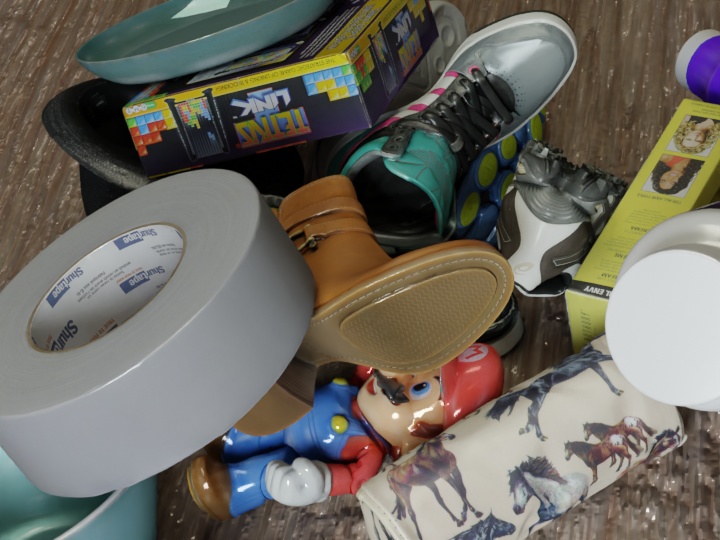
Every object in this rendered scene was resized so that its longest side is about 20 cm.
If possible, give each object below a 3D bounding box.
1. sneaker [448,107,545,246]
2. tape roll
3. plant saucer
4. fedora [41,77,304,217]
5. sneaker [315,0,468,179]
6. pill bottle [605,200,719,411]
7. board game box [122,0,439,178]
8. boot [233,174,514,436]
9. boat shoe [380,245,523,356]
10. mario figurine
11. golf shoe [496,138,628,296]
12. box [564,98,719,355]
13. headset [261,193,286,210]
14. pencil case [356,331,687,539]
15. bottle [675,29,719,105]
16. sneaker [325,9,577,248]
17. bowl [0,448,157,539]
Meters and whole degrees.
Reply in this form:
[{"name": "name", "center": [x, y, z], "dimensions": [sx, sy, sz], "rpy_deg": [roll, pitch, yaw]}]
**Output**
[{"name": "sneaker", "center": [0.084, -0.083, 1.299], "dimensions": [0.083, 0.071, 0.200], "rpy_deg": [-21, 36, 28]}, {"name": "tape roll", "center": [-0.125, 0.032, 1.018], "dimensions": [0.200, 0.066, 0.200], "rpy_deg": [-26, 30, 16]}, {"name": "plant saucer", "center": [-0.102, -0.172, 1.272], "dimensions": [0.200, 0.027, 0.200], "rpy_deg": [-16, 19, 6]}, {"name": "fedora", "center": [-0.140, -0.063, 1.310], "dimensions": [0.200, 0.092, 0.201], "rpy_deg": [11, 28, -6]}, {"name": "sneaker", "center": [-0.016, -0.130, 1.386], "dimensions": [0.146, 0.081, 0.200], "rpy_deg": [1, 48, 41]}, {"name": "pill bottle", "center": [0.207, 0.017, 1.017], "dimensions": [0.111, 0.112, 0.200], "rpy_deg": [5, 10, 26]}, {"name": "board game box", "center": [-0.049, -0.137, 1.250], "dimensions": [0.165, 0.057, 0.200], "rpy_deg": [-10, 21, 21]}, {"name": "boot", "center": [0.000, 0.000, 1.075], "dimensions": [0.200, 0.077, 0.156], "rpy_deg": [-35, 32, 27]}, {"name": "boat shoe", "center": [0.017, 0.004, 1.214], "dimensions": [0.199, 0.060, 0.076], "rpy_deg": [10, 46, 30]}, {"name": "mario figurine", "center": [-0.012, 0.078, 1.095], "dimensions": [0.199, 0.106, 0.124], "rpy_deg": [-18, 72, 12]}, {"name": "golf shoe", "center": [0.121, -0.032, 1.176], "dimensions": [0.078, 0.095, 0.200], "rpy_deg": [25, 8, 13]}, {"name": "box", "center": [0.195, -0.021, 1.168], "dimensions": [0.050, 0.075, 0.200], "rpy_deg": [13, 46, 27]}, {"name": "headset", "center": [-0.101, 0.023, 1.210], "dimensions": [0.199, 0.094, 0.124], "rpy_deg": [-13, 79, 9]}, {"name": "pencil case", "center": [0.095, 0.114, 1.037], "dimensions": [0.200, 0.090, 0.078], "rpy_deg": [-31, 21, -18]}, {"name": "bottle", "center": [0.291, -0.105, 1.223], "dimensions": [0.065, 0.084, 0.200], "rpy_deg": [-45, 41, -1]}, {"name": "sneaker", "center": [0.056, -0.083, 1.171], "dimensions": [0.200, 0.084, 0.121], "rpy_deg": [-36, 22, 20]}, {"name": "bowl", "center": [-0.200, 0.156, 1.065], "dimensions": [0.200, 0.105, 0.201], "rpy_deg": [-13, 30, 8]}]
